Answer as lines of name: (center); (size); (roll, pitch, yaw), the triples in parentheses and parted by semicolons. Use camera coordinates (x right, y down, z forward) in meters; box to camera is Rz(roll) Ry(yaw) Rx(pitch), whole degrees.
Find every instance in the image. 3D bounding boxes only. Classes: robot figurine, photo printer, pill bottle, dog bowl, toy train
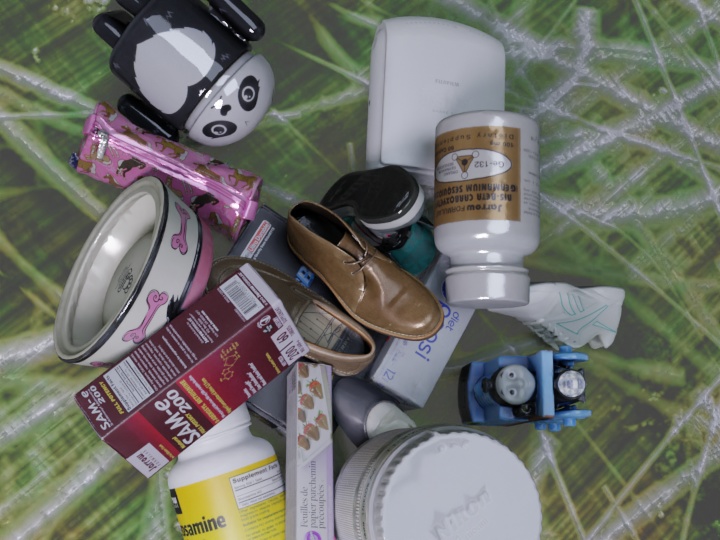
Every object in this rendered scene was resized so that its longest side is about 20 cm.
robot figurine: (-0.187, -0.222, 1.112); (0.200, 0.150, 0.125); (41, 58, -6)
photo printer: (0.090, -0.200, 1.224); (0.166, 0.069, 0.200); (7, 77, -16)
pill bottle: (-0.128, 0.239, 1.046); (0.112, 0.112, 0.200); (-16, 84, -20)
pill bottle: (0.136, -0.062, 1.119); (0.114, 0.114, 0.200); (3, 82, -17)
dog bowl: (-0.220, 0.011, 1.027); (0.074, 0.200, 0.200); (30, 71, -31)
toy train: (0.174, 0.131, 1.121); (0.114, 0.200, 0.087); (0, 80, -6)

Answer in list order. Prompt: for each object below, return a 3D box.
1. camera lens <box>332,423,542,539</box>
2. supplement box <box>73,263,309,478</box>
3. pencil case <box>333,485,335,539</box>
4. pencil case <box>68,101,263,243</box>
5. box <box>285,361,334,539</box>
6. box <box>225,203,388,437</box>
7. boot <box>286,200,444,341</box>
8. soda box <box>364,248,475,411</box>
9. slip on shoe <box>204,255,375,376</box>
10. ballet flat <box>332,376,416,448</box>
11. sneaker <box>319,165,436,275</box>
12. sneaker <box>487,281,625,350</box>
camera lens: (0.065, 0.225, 0.965); (0.160, 0.200, 0.160); (2, 79, -13)
supplement box: (-0.154, 0.096, 0.975); (0.200, 0.109, 0.061); (-38, 58, -9)
pencil case: (0.037, 0.310, 1.094); (0.200, 0.094, 0.091); (44, 70, -4)
pencil case: (-0.200, -0.102, 1.095); (0.200, 0.083, 0.087); (25, 34, -6)
box: (-0.051, 0.189, 1.036); (0.039, 0.041, 0.200); (9, 57, -17)
box: (-0.080, 0.063, 1.131); (0.198, 0.050, 0.200); (35, 71, -9)
boot: (0.000, 0.000, 1.069); (0.200, 0.075, 0.074); (36, 73, 16)
soda box: (0.079, 0.057, 1.172); (0.068, 0.063, 0.200); (33, 71, -9)
slip on shoe: (-0.073, 0.045, 1.078); (0.200, 0.061, 0.076); (34, 71, -9)
ballet flat: (0.047, 0.189, 1.108); (0.073, 0.073, 0.200); (-44, 110, -20)
sneaker: (0.041, -0.044, 1.121); (0.121, 0.200, 0.084); (41, 80, -22)
sneaker: (0.229, 0.053, 1.206); (0.200, 0.070, 0.080); (6, 87, -30)
